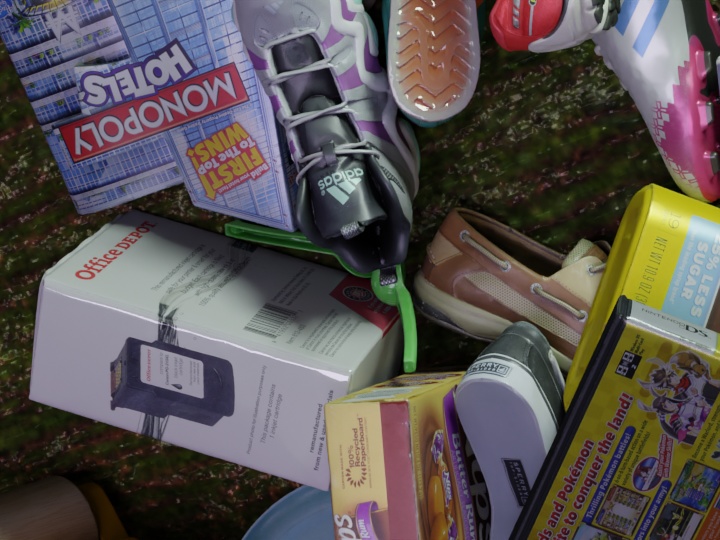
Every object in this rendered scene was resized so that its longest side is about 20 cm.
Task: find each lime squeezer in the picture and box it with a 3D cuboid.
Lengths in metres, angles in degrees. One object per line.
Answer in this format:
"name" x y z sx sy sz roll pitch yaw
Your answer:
"lime squeezer" 0.000 0.000 1.445 0.200 0.070 0.038 37 124 45

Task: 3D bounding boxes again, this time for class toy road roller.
"toy road roller" -0.172 0.209 1.508 0.201 0.123 0.146 58 138 18

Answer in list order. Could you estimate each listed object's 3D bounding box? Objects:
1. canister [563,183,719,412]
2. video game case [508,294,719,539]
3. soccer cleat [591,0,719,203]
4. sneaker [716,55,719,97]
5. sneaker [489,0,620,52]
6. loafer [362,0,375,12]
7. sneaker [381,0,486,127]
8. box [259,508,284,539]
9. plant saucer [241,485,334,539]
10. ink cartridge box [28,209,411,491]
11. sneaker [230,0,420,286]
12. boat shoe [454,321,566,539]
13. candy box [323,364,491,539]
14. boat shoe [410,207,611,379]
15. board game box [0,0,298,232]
"canister" 0.231 0.049 1.354 0.199 0.087 0.149 20 86 -3
"video game case" 0.191 0.129 1.318 0.180 0.026 0.201 21 121 -1
"soccer cleat" 0.165 -0.136 1.369 0.086 0.070 0.201 -6 102 30
"sneaker" 0.307 -0.089 1.322 0.199 0.115 0.081 6 107 37
"sneaker" 0.083 -0.215 1.312 0.084 0.077 0.201 -15 70 17
"loafer" -0.021 -0.239 1.375 0.075 0.068 0.201 16 115 37
"sneaker" 0.044 -0.184 1.385 0.071 0.080 0.201 8 89 -4
"box" -0.051 0.281 1.581 0.159 0.046 0.200 36 114 3
"plant saucer" 0.007 0.228 1.505 0.199 0.027 0.201 1 77 -5
"ink cartridge box" -0.084 0.045 1.458 0.199 0.145 0.085 16 112 12
"sneaker" -0.015 -0.075 1.362 0.077 0.140 0.200 -21 130 17
"boat shoe" 0.108 0.121 1.416 0.073 0.068 0.200 -1 125 34
"candy box" 0.038 0.122 1.405 0.056 0.200 0.117 -4 93 17
"boat shoe" 0.129 0.019 1.423 0.199 0.076 0.074 20 109 9
"board game box" -0.114 -0.107 1.463 0.199 0.062 0.201 -19 101 22
